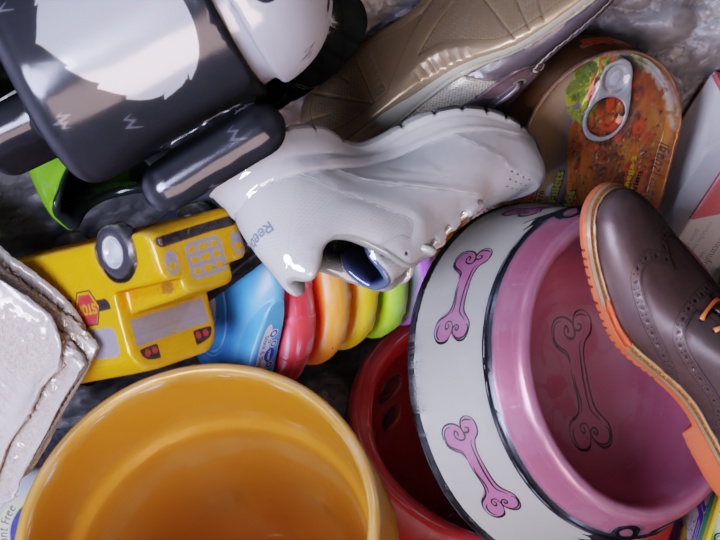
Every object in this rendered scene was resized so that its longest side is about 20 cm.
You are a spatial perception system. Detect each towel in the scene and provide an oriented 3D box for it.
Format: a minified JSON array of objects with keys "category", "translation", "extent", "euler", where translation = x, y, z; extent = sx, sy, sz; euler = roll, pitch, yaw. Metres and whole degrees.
[{"category":"towel","translation":[-0.236,0.025,1.494],"extent":[0.034,0.200,0.133],"euler":[-35,159,-55]}]

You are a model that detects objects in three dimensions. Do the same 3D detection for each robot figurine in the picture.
[{"category":"robot figurine","translation":[-0.111,-0.122,1.409],"extent":[0.200,0.125,0.150],"euler":[-27,119,4]}]

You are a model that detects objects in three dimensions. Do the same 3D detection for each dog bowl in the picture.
[{"category":"dog bowl","translation":[0.123,0.056,1.513],"extent":[0.200,0.201,0.074],"euler":[26,154,-34]}]

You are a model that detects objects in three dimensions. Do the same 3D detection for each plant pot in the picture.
[{"category":"plant pot","translation":[0.084,0.145,1.673],"extent":[0.200,0.201,0.183],"euler":[-7,137,-12]},{"category":"plant pot","translation":[-0.063,0.177,1.537],"extent":[0.200,0.201,0.183],"euler":[-24,150,4]}]

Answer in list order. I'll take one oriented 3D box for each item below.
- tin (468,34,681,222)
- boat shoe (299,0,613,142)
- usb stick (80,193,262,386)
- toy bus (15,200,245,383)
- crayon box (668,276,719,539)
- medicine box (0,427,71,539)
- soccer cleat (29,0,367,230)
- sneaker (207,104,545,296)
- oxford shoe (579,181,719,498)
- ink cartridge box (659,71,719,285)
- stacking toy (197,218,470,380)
[{"category":"tin","translation":[0.114,-0.037,1.594],"extent":[0.112,0.042,0.201],"euler":[-4,118,-38]},{"category":"boat shoe","translation":[0.061,-0.115,1.527],"extent":[0.200,0.072,0.065],"euler":[-34,138,15]},{"category":"usb stick","translation":[-0.110,0.005,1.542],"extent":[0.033,0.056,0.200],"euler":[-11,164,-42]},{"category":"toy bus","translation":[-0.143,0.018,1.506],"extent":[0.065,0.079,0.200],"euler":[-17,-176,-44]},{"category":"crayon box","translation":[0.219,0.114,1.629],"extent":[0.058,0.119,0.200],"euler":[7,122,-7]},{"category":"medicine box","translation":[-0.223,0.196,1.632],"extent":[0.199,0.103,0.183],"euler":[-7,100,-12]},{"category":"soccer cleat","translation":[-0.082,-0.083,1.499],"extent":[0.200,0.081,0.068],"euler":[-26,133,6]},{"category":"sneaker","translation":[0.017,-0.031,1.473],"extent":[0.200,0.087,0.075],"euler":[-12,156,-33]},{"category":"oxford shoe","translation":[0.186,0.034,1.474],"extent":[0.072,0.071,0.200],"euler":[-16,115,48]},{"category":"ink cartridge box","translation":[0.267,-0.030,1.663],"extent":[0.199,0.068,0.117],"euler":[14,124,-27]},{"category":"stacking toy","translation":[0.000,0.000,1.600],"extent":[0.199,0.110,0.116],"euler":[-11,135,-28]}]
